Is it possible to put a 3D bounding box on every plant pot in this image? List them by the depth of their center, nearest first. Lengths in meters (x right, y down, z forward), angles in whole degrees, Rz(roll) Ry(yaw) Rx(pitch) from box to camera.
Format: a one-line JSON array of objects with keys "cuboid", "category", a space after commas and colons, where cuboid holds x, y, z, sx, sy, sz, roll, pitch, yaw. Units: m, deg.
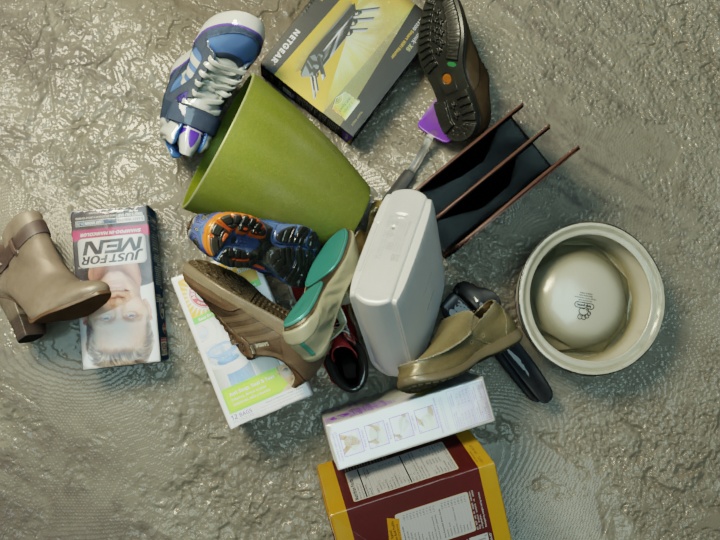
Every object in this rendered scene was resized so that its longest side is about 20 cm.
[{"cuboid": [-0.093, -0.115, 1.005, 0.199, 0.187, 0.188, 28, 83, -17], "category": "plant pot"}]

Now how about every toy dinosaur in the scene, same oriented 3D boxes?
[{"cuboid": [0.000, 0.000, 1.024, 0.058, 0.101, 0.201, 5, 58, 17], "category": "toy dinosaur"}]

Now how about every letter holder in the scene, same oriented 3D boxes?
[{"cuboid": [0.166, -0.122, 1.034, 0.200, 0.142, 0.101, -39, 90, -6], "category": "letter holder"}]

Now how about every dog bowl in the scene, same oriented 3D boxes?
[{"cuboid": [0.298, 0.038, 1.068, 0.198, 0.074, 0.202, 0, 86, -6], "category": "dog bowl"}]

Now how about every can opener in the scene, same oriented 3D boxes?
[{"cuboid": [0.186, 0.098, 1.062, 0.079, 0.063, 0.200, -41, 100, -4], "category": "can opener"}]

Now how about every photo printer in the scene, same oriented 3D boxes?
[{"cuboid": [0.052, 0.026, 0.978, 0.069, 0.201, 0.167, 10, 57, 18], "category": "photo printer"}]

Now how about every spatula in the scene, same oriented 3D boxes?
[{"cuboid": [0.077, -0.149, 1.088, 0.056, 0.021, 0.201, 32, 87, 16], "category": "spatula"}]

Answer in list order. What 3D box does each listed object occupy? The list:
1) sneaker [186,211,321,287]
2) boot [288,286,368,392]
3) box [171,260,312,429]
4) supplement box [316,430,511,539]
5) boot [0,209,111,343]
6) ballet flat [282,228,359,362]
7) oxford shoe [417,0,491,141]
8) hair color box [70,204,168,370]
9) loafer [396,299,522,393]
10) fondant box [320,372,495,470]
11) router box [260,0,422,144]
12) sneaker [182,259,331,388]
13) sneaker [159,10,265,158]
[{"cuboid": [-0.120, -0.034, 0.935, 0.078, 0.199, 0.076, 20, 88, 38], "category": "sneaker"}, {"cuboid": [-0.040, 0.055, 1.002, 0.072, 0.144, 0.201, -22, 86, -4], "category": "boot"}, {"cuboid": [-0.149, 0.083, 1.011, 0.112, 0.101, 0.201, -22, 88, -7], "category": "box"}, {"cuboid": [0.070, 0.323, 0.972, 0.198, 0.133, 0.199, -15, 103, -6], "category": "supplement box"}, {"cuboid": [-0.388, -0.004, 0.973, 0.199, 0.070, 0.147, -24, 75, 29], "category": "boot"}, {"cuboid": [-0.035, 0.029, 0.919, 0.069, 0.070, 0.200, 29, 40, -2], "category": "ballet flat"}, {"cuboid": [0.129, -0.275, 1.060, 0.084, 0.072, 0.202, -20, 102, -50], "category": "oxford shoe"}, {"cuboid": [-0.309, 0.022, 1.023, 0.099, 0.061, 0.202, -6, 87, -5], "category": "hair color box"}, {"cuboid": [0.112, 0.090, 0.961, 0.199, 0.076, 0.068, -19, 80, -41], "category": "loafer"}, {"cuboid": [0.053, 0.182, 0.999, 0.198, 0.144, 0.059, -17, 88, -6], "category": "fondant box"}, {"cuboid": [-0.015, -0.299, 1.077, 0.157, 0.052, 0.201, 37, 83, -2], "category": "router box"}, {"cuboid": [-0.133, 0.064, 0.929, 0.199, 0.070, 0.076, 32, 104, 7], "category": "sneaker"}, {"cuboid": [-0.186, -0.214, 0.987, 0.080, 0.199, 0.148, 17, 67, -35], "category": "sneaker"}]
